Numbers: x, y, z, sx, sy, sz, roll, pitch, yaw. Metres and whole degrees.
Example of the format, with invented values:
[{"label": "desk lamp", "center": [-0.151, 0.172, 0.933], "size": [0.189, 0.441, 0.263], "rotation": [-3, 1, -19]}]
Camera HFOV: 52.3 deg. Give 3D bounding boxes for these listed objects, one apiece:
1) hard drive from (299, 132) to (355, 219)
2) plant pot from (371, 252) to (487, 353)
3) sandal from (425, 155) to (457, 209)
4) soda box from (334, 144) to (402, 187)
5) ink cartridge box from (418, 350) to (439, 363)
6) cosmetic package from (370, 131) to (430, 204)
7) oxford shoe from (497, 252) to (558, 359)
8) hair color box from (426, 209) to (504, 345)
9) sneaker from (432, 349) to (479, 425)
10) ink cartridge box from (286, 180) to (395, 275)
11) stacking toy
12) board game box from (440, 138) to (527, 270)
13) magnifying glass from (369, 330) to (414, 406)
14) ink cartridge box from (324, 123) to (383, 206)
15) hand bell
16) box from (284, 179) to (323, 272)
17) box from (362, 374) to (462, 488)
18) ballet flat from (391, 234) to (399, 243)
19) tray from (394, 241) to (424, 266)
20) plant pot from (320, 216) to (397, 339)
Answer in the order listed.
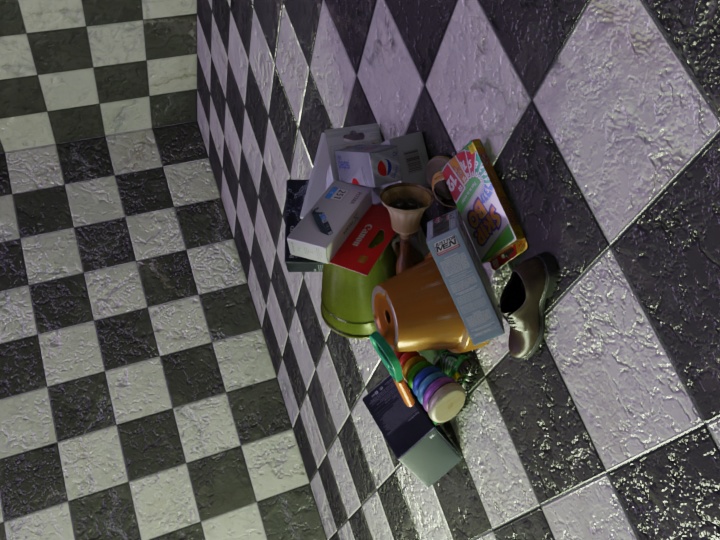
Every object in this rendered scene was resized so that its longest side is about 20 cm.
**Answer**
[{"label": "hard drive", "center": [-0.051, -0.201, 1.678], "size": [0.026, 0.129, 0.205], "rotation": [97, -173, -82]}, {"label": "plant pot", "center": [0.125, 0.070, 1.388], "size": [0.200, 0.179, 0.205], "rotation": [166, 90, -71]}, {"label": "sandal", "center": [0.163, -0.146, 1.335], "size": [0.201, 0.053, 0.082], "rotation": [-124, 28, -47]}, {"label": "soda box", "center": [0.013, -0.211, 1.465], "size": [0.199, 0.062, 0.070], "rotation": [-154, 51, -66]}, {"label": "ink cartridge box", "center": [0.125, 0.157, 1.578], "size": [0.103, 0.059, 0.201], "rotation": [41, 151, 14]}, {"label": "cosmetic package", "center": [0.070, -0.207, 1.523], "size": [0.199, 0.080, 0.116], "rotation": [166, 89, -70]}, {"label": "oxford shoe", "center": [0.252, 0.065, 1.175], "size": [0.073, 0.083, 0.204], "rotation": [-129, 30, -48]}, {"label": "hair color box", "center": [0.177, 0.011, 1.235], "size": [0.099, 0.060, 0.203], "rotation": [-75, -39, -68]}, {"label": "sneaker", "center": [0.180, 0.235, 1.495], "size": [0.085, 0.077, 0.203], "rotation": [45, 137, 35]}, {"label": "ink cartridge box", "center": [-0.022, -0.090, 1.452], "size": [0.173, 0.201, 0.045], "rotation": [15, 137, 23]}, {"label": "stacking toy", "center": [0.119, 0.202, 1.443], "size": [0.200, 0.084, 0.087], "rotation": [47, 146, 45]}, {"label": "board game box", "center": [0.206, -0.107, 1.232], "size": [0.095, 0.030, 0.203], "rotation": [-40, 70, 52]}, {"label": "magnifying glass", "center": [0.064, 0.191, 1.394], "size": [0.080, 0.022, 0.202], "rotation": [44, 166, 49]}, {"label": "ink cartridge box", "center": [-0.010, -0.212, 1.626], "size": [0.057, 0.160, 0.205], "rotation": [-12, 92, 52]}, {"label": "hand bell", "center": [0.088, -0.055, 1.423], "size": [0.104, 0.102, 0.204], "rotation": [-128, 29, -50]}, {"label": "box", "center": [-0.078, -0.103, 1.735], "size": [0.118, 0.195, 0.202], "rotation": [95, 175, -80]}, {"label": "box", "center": [0.114, 0.353, 1.638], "size": [0.149, 0.107, 0.200], "rotation": [51, -179, -38]}, {"label": "ballet flat", "center": [0.061, -0.087, 1.643], "size": [0.200, 0.063, 0.077], "rotation": [119, 130, -78]}, {"label": "tray", "center": [0.108, 0.046, 1.648], "size": [0.099, 0.036, 0.204], "rotation": [-128, 30, -52]}, {"label": "plant pot", "center": [0.000, 0.000, 1.529], "size": [0.201, 0.197, 0.196], "rotation": [-124, 19, -45]}]
